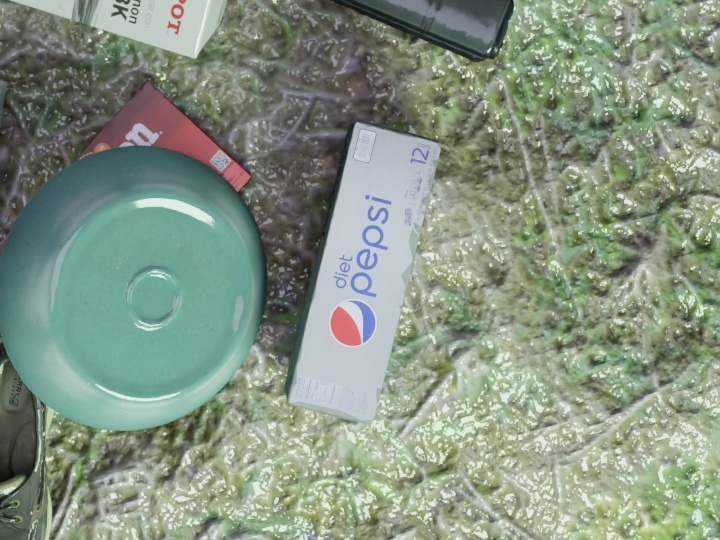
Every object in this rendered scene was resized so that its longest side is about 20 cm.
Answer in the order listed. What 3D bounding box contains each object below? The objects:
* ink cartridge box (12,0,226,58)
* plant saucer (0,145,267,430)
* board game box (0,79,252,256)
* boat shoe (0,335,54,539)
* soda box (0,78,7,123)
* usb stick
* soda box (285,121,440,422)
[{"bbox_3d":[-0.179,-0.247,0.909,0.199,0.083,0.147,17,119,-4],"label":"ink cartridge box"},{"bbox_3d":[-0.147,0.016,0.932,0.199,0.036,0.201,-5,101,-30],"label":"plant saucer"},{"bbox_3d":[-0.182,-0.029,0.978,0.103,0.019,0.200,42,90,-3],"label":"board game box"},{"bbox_3d":[-0.254,0.143,0.953,0.071,0.066,0.202,11,98,3],"label":"boat shoe"},{"bbox_3d":[-0.303,-0.042,0.940,0.068,0.063,0.201,10,93,18],"label":"soda box"},{"bbox_3d":[0.014,-0.208,0.972,0.199,0.033,0.056,22,93,-4],"label":"usb stick"},{"bbox_3d":[0.000,0.000,0.958,0.063,0.068,0.201,14,93,-5],"label":"soda box"}]
